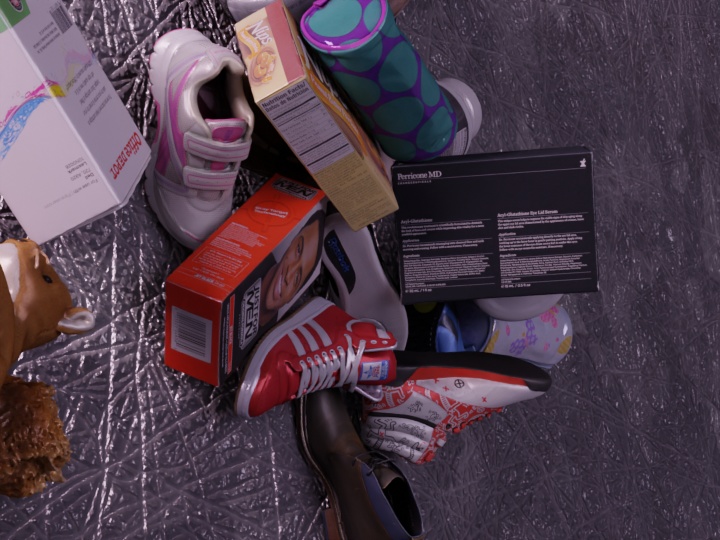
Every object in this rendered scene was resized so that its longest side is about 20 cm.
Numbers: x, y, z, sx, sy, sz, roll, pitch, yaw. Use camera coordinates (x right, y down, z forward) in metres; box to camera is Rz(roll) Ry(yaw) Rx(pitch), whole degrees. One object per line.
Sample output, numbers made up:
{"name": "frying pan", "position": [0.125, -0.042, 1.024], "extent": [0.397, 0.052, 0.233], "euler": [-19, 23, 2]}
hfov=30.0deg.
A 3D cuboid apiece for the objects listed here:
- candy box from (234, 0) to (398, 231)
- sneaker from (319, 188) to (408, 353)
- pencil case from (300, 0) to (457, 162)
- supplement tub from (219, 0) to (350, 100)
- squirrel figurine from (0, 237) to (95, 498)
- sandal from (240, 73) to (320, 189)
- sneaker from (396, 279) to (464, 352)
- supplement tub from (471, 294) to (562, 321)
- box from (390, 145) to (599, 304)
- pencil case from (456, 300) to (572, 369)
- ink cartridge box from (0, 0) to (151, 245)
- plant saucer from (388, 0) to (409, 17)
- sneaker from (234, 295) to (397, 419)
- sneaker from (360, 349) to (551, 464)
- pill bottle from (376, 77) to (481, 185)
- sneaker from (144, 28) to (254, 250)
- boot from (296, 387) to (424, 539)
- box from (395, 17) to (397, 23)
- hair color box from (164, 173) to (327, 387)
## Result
{"name": "candy box", "position": [-0.039, -0.141, 1.251], "extent": [0.200, 0.055, 0.116], "euler": [51, 15, -46]}
{"name": "sneaker", "position": [0.000, 0.000, 1.401], "extent": [0.112, 0.073, 0.201], "euler": [-100, 175, -56]}
{"name": "pencil case", "position": [0.022, -0.185, 1.270], "extent": [0.200, 0.085, 0.093], "euler": [51, 10, -52]}
{"name": "supplement tub", "position": [-0.053, -0.239, 1.335], "extent": [0.200, 0.122, 0.123], "euler": [57, 37, -49]}
{"name": "squirrel figurine", "position": [-0.282, 0.070, 0.982], "extent": [0.187, 0.141, 0.201], "euler": [-36, 121, -62]}
{"name": "sandal", "position": [-0.098, -0.135, 1.327], "extent": [0.200, 0.054, 0.081], "euler": [27, 91, -49]}
{"name": "sneaker", "position": [0.083, 0.076, 1.495], "extent": [0.078, 0.066, 0.201], "euler": [24, 60, -58]}
{"name": "supplement tub", "position": [0.151, -0.039, 1.509], "extent": [0.123, 0.122, 0.200], "euler": [51, 8, -29]}
{"name": "box", "position": [0.135, -0.047, 1.356], "extent": [0.079, 0.199, 0.142], "euler": [-73, 159, -77]}
{"name": "pencil case", "position": [0.173, 0.070, 1.590], "extent": [0.200, 0.083, 0.091], "euler": [6, 53, -53]}
{"name": "ink cartridge box", "position": [-0.258, -0.139, 1.056], "extent": [0.201, 0.084, 0.145], "euler": [61, 12, -19]}
{"name": "plant saucer", "position": [-0.015, -0.332, 1.417], "extent": [0.200, 0.201, 0.032], "euler": [20, 19, -48]}
{"name": "sneaker", "position": [-0.034, 0.095, 1.268], "extent": [0.200, 0.112, 0.072], "euler": [-45, 155, -56]}
{"name": "sneaker", "position": [0.096, 0.145, 1.403], "extent": [0.200, 0.067, 0.109], "euler": [4, 107, -15]}
{"name": "pill bottle", "position": [0.056, -0.149, 1.492], "extent": [0.200, 0.110, 0.111], "euler": [-36, 107, -52]}
{"name": "sneaker", "position": [-0.141, -0.112, 1.203], "extent": [0.081, 0.088, 0.201], "euler": [-14, 110, -35]}
{"name": "boot", "position": [0.003, 0.183, 1.317], "extent": [0.075, 0.097, 0.201], "euler": [-15, 90, -52]}
{"name": "box", "position": [-0.015, -0.381, 1.532], "extent": [0.159, 0.046, 0.201], "euler": [32, 54, -43]}
{"name": "hair color box", "position": [-0.103, 0.005, 1.236], "extent": [0.200, 0.061, 0.102], "euler": [-51, 155, -48]}
